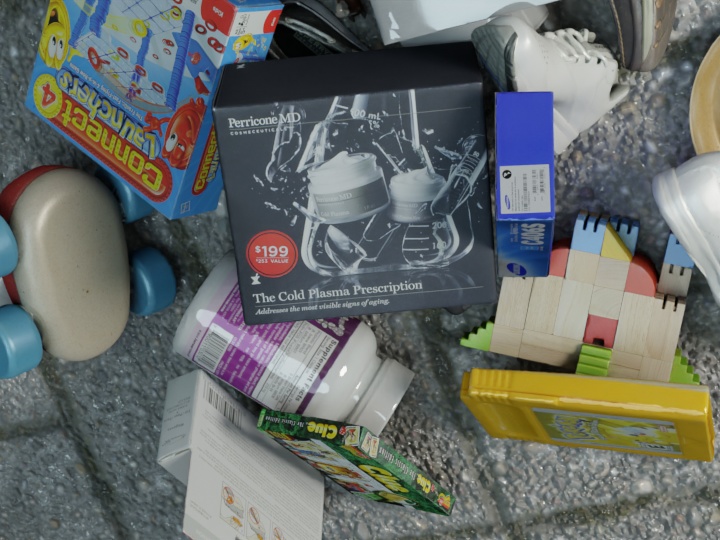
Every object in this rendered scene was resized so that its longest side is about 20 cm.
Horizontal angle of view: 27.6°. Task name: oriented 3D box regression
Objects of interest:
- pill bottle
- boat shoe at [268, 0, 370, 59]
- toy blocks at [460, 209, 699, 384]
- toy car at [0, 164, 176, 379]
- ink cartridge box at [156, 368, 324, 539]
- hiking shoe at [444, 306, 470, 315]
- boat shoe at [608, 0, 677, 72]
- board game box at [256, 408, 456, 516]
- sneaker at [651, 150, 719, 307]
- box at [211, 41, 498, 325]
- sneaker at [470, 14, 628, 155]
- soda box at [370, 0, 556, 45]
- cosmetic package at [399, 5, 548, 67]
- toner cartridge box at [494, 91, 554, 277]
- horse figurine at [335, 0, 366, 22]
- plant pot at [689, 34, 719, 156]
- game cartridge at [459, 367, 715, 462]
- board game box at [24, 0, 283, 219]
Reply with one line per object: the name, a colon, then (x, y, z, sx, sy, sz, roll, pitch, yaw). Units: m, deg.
pill bottle: (-0.057, 0.074, 1.308, 0.200, 0.112, 0.112, 32, 119, 1)
boat shoe: (0.002, -0.150, 1.212, 0.199, 0.068, 0.074, 42, 119, -5)
toy blocks: (0.195, 0.013, 1.222, 0.200, 0.100, 0.137, 12, 105, 11)
toy car: (-0.306, -0.017, 1.339, 0.200, 0.184, 0.177, 14, 121, 43)
ink cartridge box: (-0.105, 0.212, 1.312, 0.044, 0.174, 0.200, -23, 131, 25)
hiking shoe: (0.000, 0.000, 1.264, 0.200, 0.076, 0.101, 29, 96, 13)
boat shoe: (0.196, -0.251, 1.112, 0.073, 0.074, 0.200, 2, 105, 27)
board game box: (0.000, 0.172, 1.302, 0.105, 0.023, 0.200, 3, 157, 30)
sneaker: (0.315, -0.013, 1.156, 0.088, 0.075, 0.200, -29, 120, 22)
box: (-0.002, -0.067, 1.129, 0.200, 0.104, 0.182, -6, 115, 2)
sneaker: (0.146, -0.156, 1.115, 0.087, 0.200, 0.075, -33, 71, 13)
soda box: (0.105, -0.225, 1.068, 0.200, 0.063, 0.068, -11, 109, 21)
cosmetic package: (0.050, -0.251, 1.149, 0.102, 0.074, 0.200, -31, 100, 26)
toner cartridge box: (0.123, -0.060, 1.104, 0.043, 0.200, 0.095, 1, 78, 6)
horse figurine: (-0.065, -0.285, 1.153, 0.050, 0.133, 0.200, -38, 87, 20)
plant pot: (0.357, -0.124, 1.136, 0.200, 0.027, 0.200, 6, 114, 14)
game cartridge: (0.193, 0.122, 1.230, 0.200, 0.176, 0.032, 2, 72, 16)
board game box: (-0.178, -0.178, 1.221, 0.200, 0.056, 0.196, 36, 121, 26)
